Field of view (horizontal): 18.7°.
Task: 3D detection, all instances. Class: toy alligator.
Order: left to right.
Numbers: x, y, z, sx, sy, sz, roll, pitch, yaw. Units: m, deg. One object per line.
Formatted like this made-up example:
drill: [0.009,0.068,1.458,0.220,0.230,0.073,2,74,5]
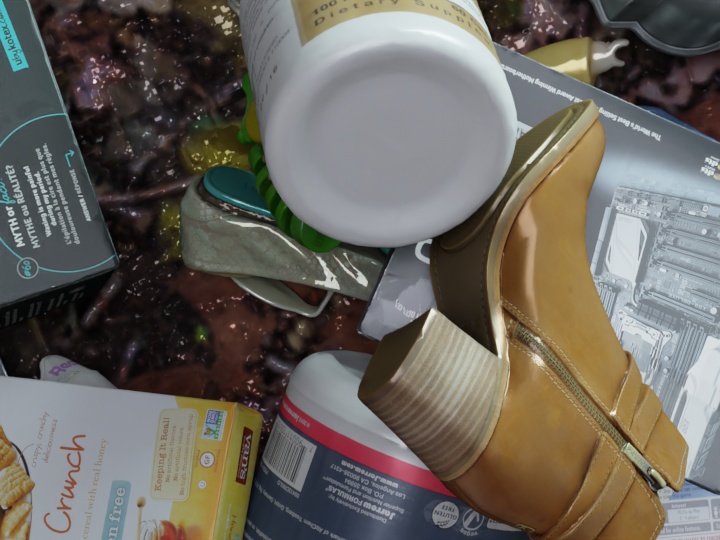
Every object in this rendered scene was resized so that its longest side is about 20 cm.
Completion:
toy alligator: [-0.039,-0.067,1.120,0.054,0.059,0.200,-49,46,18]

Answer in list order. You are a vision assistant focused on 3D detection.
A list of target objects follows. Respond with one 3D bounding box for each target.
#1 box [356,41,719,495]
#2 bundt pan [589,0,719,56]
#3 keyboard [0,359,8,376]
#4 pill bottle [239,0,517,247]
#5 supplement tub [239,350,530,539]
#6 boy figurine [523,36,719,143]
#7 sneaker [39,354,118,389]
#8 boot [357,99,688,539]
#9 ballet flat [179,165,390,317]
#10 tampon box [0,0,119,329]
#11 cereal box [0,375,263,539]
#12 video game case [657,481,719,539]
box: [0.119,0.000,1.075,0.200,0.050,0.158,25,88,2]
bundt pan: [0.187,-0.212,1.111,0.202,0.076,0.202,1,87,-10]
keyboard: [-0.244,-0.001,1.179,0.056,0.011,0.200,-24,85,2]
pill bottle: [0.001,-0.110,1.037,0.114,0.200,0.114,-5,125,-7]
supplement tub: [0.003,0.152,1.080,0.140,0.140,0.200,21,97,5]
boy figurine: [0.103,-0.067,1.134,0.200,0.064,0.124,20,90,2]
sneaker: [-0.188,0.135,1.144,0.100,0.075,0.200,40,92,22]
boot: [0.102,0.033,1.010,0.155,0.077,0.200,39,56,-15]
ballet flat: [0.000,0.000,1.146,0.200,0.067,0.062,18,116,8]
tampon box: [-0.242,-0.032,1.100,0.200,0.126,0.150,-18,87,-12]
cereal box: [-0.155,0.126,1.070,0.200,0.040,0.144,4,78,21]
video game case: [0.149,0.109,1.140,0.200,0.022,0.183,-5,86,4]
